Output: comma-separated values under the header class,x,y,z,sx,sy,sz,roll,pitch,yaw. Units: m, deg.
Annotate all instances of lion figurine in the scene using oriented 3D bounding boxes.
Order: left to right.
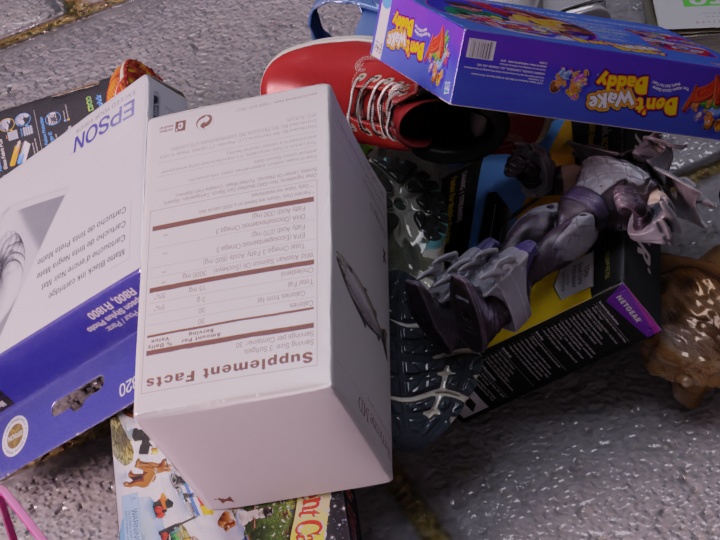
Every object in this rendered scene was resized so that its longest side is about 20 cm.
class,x,y,z,sx,sy,sz,roll,pitch,yaw
lion figurine,0.244,0.001,1.377,0.199,0.073,0.122,-35,29,-16

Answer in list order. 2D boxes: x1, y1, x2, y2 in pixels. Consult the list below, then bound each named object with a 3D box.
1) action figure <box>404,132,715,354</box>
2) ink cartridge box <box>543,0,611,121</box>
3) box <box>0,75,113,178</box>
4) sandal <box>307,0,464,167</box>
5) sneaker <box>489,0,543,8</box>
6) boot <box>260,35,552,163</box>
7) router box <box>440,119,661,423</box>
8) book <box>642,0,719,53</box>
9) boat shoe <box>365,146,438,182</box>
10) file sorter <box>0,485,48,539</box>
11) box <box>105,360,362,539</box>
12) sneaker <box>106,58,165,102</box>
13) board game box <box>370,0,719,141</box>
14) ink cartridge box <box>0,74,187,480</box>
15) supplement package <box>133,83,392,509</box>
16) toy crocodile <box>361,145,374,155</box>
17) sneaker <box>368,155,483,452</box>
class,x,y,z,sx,sy,sz,roll,pitch,yaw
action figure,0.120,-0.027,1.288,0.200,0.070,0.130,-38,29,-25
ink cartridge box,0.104,-0.166,1.563,0.085,0.149,0.200,-19,38,-9
box,-0.215,-0.025,1.498,0.197,0.050,0.201,-19,57,1
sandal,0.025,-0.141,1.533,0.086,0.080,0.201,-12,45,-21
sneaker,0.082,-0.238,1.449,0.073,0.116,0.201,-4,41,7
boot,0.010,-0.107,1.401,0.198,0.073,0.144,8,11,20
router box,0.117,-0.013,1.401,0.148,0.051,0.201,-27,33,26
book,0.280,-0.219,1.672,0.132,0.048,0.201,-5,37,3
boat shoe,0.000,0.000,1.457,0.059,0.072,0.201,-34,32,46
file sorter,-0.238,0.230,1.183,0.199,0.126,0.139,-29,42,-20
box,-0.073,0.128,1.277,0.135,0.038,0.201,-15,55,8
sneaker,-0.149,-0.063,1.440,0.077,0.073,0.201,-36,38,26
board game box,0.122,-0.125,1.332,0.198,0.045,0.134,6,16,-22
ink cartridge box,-0.184,0.007,1.358,0.199,0.040,0.202,-31,48,35
supplement package,-0.052,0.015,1.245,0.116,0.117,0.202,-10,57,14
toy crocodile,-0.068,-0.077,1.564,0.198,0.068,0.062,-11,39,1
sneaker,0.024,0.032,1.349,0.077,0.087,0.201,9,51,-15
